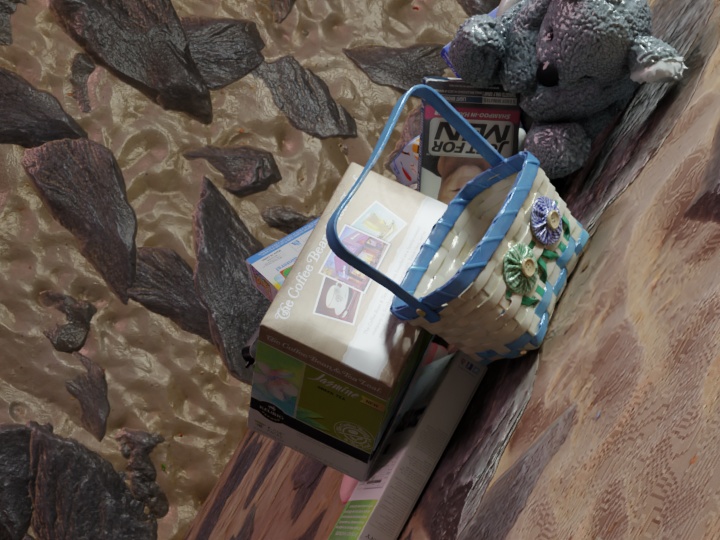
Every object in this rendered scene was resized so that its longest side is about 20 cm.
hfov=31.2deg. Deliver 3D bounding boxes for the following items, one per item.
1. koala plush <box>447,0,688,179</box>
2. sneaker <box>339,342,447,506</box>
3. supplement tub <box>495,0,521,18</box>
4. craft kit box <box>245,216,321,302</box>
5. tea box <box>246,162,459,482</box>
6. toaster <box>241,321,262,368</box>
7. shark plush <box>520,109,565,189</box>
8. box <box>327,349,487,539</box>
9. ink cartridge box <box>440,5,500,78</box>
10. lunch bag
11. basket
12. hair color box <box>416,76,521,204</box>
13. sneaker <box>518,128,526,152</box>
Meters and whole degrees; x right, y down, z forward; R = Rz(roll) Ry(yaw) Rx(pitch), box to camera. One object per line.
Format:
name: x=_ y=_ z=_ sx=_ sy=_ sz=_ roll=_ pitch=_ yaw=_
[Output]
koala plush: x=0.204 y=-0.211 z=1.167 sx=0.183 sy=0.178 sz=0.200 roll=-38 pitch=-2 yaw=-9
sneaker: x=0.005 y=0.145 z=1.360 sx=0.202 sy=0.104 sz=0.075 roll=-61 pitch=7 yaw=-16
supplement tub: x=0.240 y=-0.311 z=1.525 sx=0.145 sy=0.143 sz=0.201 roll=-55 pitch=5 yaw=33
craft kit box: x=0.000 y=0.000 z=1.487 sx=0.198 sy=0.049 sz=0.197 roll=-30 pitch=40 yaw=-19
tea box: x=-0.003 y=0.050 z=1.204 sx=0.198 sy=0.132 sz=0.201 roll=101 pitch=-166 yaw=-57
toaster: x=-0.059 y=0.123 z=1.729 sx=0.119 sy=0.180 sz=0.200 roll=-54 pitch=4 yaw=-9
shark plush: x=0.203 y=-0.169 z=1.375 sx=0.091 sy=0.083 sz=0.201 roll=-56 pitch=5 yaw=25
box: x=0.041 y=0.175 z=1.208 sx=0.202 sy=0.036 sz=0.144 roll=-59 pitch=4 yaw=-14
ink cartridge box: x=0.211 y=-0.309 z=1.697 sx=0.199 sy=0.095 sz=0.044 roll=-37 pitch=0 yaw=-3
lunch bag: x=0.135 y=-0.159 z=1.647 sx=0.198 sy=0.076 sz=0.160 roll=-28 pitch=-1 yaw=-15
basket: x=0.082 y=-0.035 z=1.068 sx=0.178 sy=0.199 sz=0.139 roll=-61 pitch=12 yaw=-27
hair color box: x=0.106 y=-0.090 z=1.303 sx=0.061 sy=0.098 sz=0.204 roll=-91 pitch=4 yaw=-80
sneaker: x=0.098 y=-0.078 z=1.387 sx=0.202 sy=0.080 sz=0.077 roll=-60 pitch=33 yaw=18
